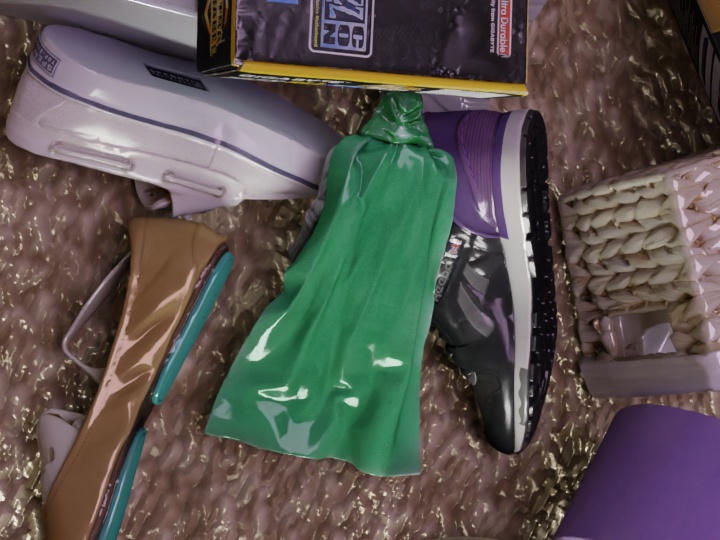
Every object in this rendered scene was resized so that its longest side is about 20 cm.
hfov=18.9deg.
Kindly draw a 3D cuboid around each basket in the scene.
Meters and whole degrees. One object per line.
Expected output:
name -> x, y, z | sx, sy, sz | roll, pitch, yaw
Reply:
basket -> 0.226, -0.013, 1.220 | 0.199, 0.135, 0.124 | -15, 92, -27

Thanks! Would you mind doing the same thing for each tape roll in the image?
tape roll -> 0.209, 0.158, 1.167 | 0.200, 0.200, 0.085 | 36, 72, -22

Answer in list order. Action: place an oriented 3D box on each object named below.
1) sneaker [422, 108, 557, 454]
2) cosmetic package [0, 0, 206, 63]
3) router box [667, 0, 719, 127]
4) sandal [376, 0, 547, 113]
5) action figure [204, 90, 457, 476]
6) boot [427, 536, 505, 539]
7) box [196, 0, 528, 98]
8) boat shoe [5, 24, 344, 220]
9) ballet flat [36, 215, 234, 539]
sneaker -> 0.057, 0.004, 1.170 | 0.076, 0.087, 0.201 | -59, 148, -61
cosmetic package -> -0.091, -0.214, 1.063 | 0.199, 0.123, 0.201 | 12, 82, -27
router box -> 0.276, -0.165, 1.207 | 0.199, 0.052, 0.158 | -12, 52, -4
sandal -> 0.049, -0.138, 1.177 | 0.082, 0.050, 0.203 | 23, 93, -28
action figure -> 0.000, 0.000, 1.106 | 0.118, 0.055, 0.201 | 11, 108, -18
boot -> 0.106, 0.207, 1.112 | 0.199, 0.155, 0.072 | 23, 99, 1
box -> 0.004, -0.186, 1.020 | 0.159, 0.049, 0.201 | 2, 88, -27
boat shoe -> -0.088, -0.062, 1.098 | 0.200, 0.071, 0.070 | 15, 115, -38
ballet flat -> -0.127, 0.066, 1.080 | 0.063, 0.069, 0.201 | 22, 78, 2
